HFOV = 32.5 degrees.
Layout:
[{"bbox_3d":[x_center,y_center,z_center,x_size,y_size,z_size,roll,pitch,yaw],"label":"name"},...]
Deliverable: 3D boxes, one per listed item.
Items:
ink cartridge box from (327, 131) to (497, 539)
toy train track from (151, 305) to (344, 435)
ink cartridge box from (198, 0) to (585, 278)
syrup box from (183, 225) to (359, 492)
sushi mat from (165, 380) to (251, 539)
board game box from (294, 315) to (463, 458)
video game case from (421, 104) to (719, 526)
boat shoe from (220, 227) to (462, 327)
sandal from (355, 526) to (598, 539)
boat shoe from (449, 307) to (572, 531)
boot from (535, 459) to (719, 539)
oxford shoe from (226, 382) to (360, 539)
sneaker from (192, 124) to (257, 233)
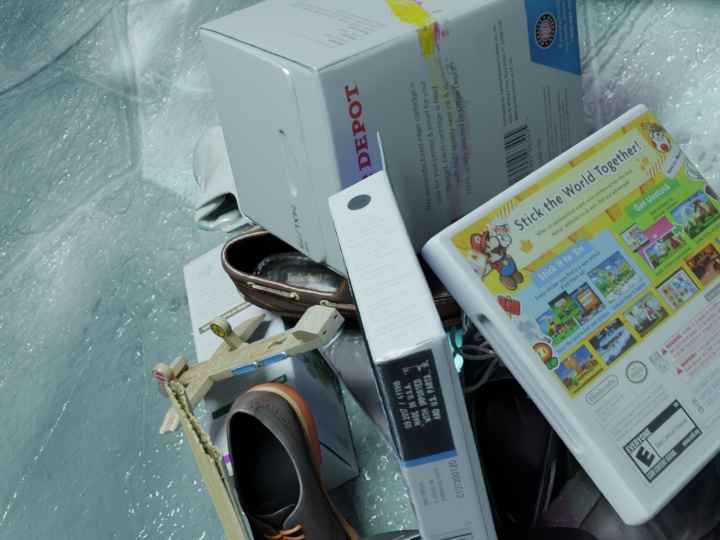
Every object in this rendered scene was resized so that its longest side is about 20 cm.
[{"bbox_3d":[0.029,0.055,0.695,0.043,0.198,0.200,-15,36,2],"label":"ink cartridge box"},{"bbox_3d":[-0.085,0.051,0.830,0.200,0.033,0.115,-21,26,48],"label":"toy train track"},{"bbox_3d":[0.025,-0.113,0.816,0.200,0.147,0.146,-26,34,-26],"label":"ink cartridge box"},{"bbox_3d":[-0.071,0.073,0.933,0.081,0.079,0.200,-28,50,16],"label":"syrup box"},{"bbox_3d":[-0.081,0.168,0.801,0.012,0.200,0.096,-23,34,-13],"label":"sushi mat"},{"bbox_3d":[0.052,0.054,0.863,0.135,0.028,0.200,-42,61,6],"label":"board game box"},{"bbox_3d":[0.156,0.015,0.695,0.200,0.182,0.023,-32,-8,-35],"label":"video game case"},{"bbox_3d":[0.000,0.000,0.848,0.200,0.070,0.070,-4,65,21],"label":"boat shoe"},{"bbox_3d":[0.046,0.177,0.722,0.200,0.043,0.076,-15,43,23],"label":"sandal"},{"bbox_3d":[0.094,0.069,0.774,0.075,0.062,0.200,-1,86,17],"label":"boat shoe"},{"bbox_3d":[0.205,0.129,0.725,0.132,0.070,0.200,31,89,36],"label":"boot"},{"bbox_3d":[-0.045,0.174,0.803,0.071,0.073,0.200,-23,88,13],"label":"oxford shoe"},{"bbox_3d":[-0.109,-0.067,1.014,0.089,0.075,0.200,-53,21,-15],"label":"sneaker"}]
